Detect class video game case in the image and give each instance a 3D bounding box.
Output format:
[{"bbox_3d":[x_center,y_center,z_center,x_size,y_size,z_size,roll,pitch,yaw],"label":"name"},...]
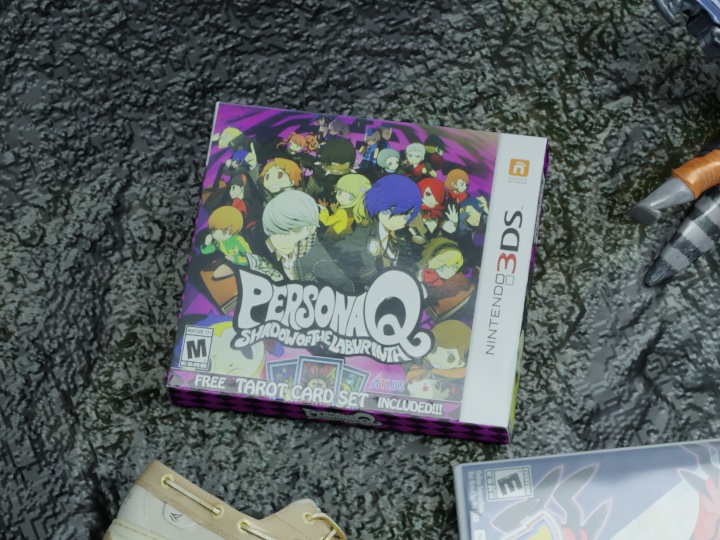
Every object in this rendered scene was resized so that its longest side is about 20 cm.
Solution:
[{"bbox_3d":[0.149,0.195,1.647,0.181,0.023,0.201,-6,69,2],"label":"video game case"},{"bbox_3d":[0.000,0.000,1.725,0.199,0.036,0.182,7,68,7],"label":"video game case"}]

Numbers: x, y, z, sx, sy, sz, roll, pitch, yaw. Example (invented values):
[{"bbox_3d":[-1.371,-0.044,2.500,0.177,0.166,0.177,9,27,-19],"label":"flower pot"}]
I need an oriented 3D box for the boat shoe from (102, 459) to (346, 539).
[{"bbox_3d":[-0.042,0.157,1.647,0.199,0.074,0.070,19,77,11],"label":"boat shoe"}]

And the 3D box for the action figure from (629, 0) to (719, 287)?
[{"bbox_3d":[0.214,-0.088,1.712,0.200,0.105,0.194,36,68,-10],"label":"action figure"}]
